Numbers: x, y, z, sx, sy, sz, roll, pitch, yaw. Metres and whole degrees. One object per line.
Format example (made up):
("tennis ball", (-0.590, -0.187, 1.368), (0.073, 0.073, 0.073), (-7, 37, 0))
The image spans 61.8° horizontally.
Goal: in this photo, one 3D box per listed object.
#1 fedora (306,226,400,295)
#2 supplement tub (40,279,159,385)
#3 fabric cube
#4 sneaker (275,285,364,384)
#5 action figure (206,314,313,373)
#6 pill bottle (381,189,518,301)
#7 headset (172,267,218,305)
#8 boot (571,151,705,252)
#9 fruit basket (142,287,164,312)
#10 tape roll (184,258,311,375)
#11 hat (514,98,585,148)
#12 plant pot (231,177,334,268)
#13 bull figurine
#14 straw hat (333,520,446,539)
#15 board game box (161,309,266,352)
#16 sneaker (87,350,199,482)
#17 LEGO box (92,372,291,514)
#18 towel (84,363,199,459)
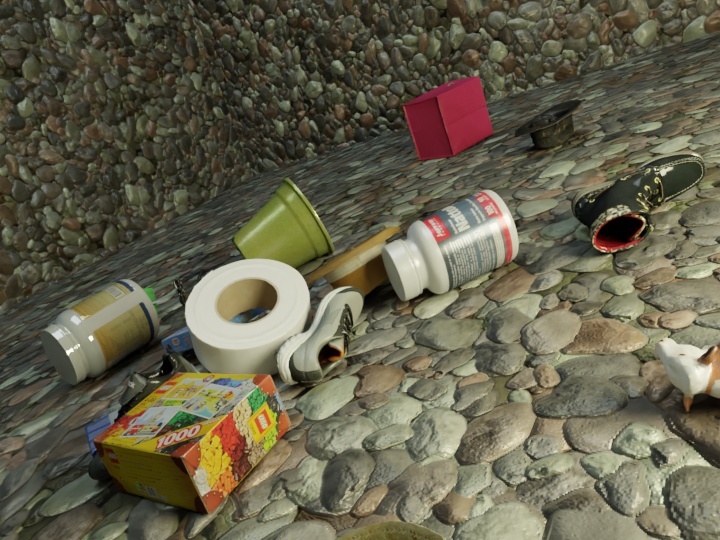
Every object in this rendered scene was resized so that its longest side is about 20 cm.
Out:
("fedora", (0.000, 0.000, 1.041), (0.197, 0.083, 0.201), (-31, 3, 2))
("supplement tub", (-0.531, 0.125, 1.235), (0.141, 0.149, 0.199), (-4, 24, 43))
("fabric cube", (0.292, -0.508, 2.015), (0.196, 0.206, 0.194), (-29, 20, -26))
("sneaker", (-0.040, 0.096, 0.878), (0.077, 0.076, 0.201), (2, 34, 31))
("action figure", (-0.170, 0.112, 1.013), (0.194, 0.053, 0.066), (-19, 12, 2))
("pill bottle", (0.138, -0.034, 0.948), (0.195, 0.123, 0.120), (-24, 17, -9))
("headset", (-0.344, 0.018, 1.411), (0.121, 0.097, 0.198), (-3, 26, 46))
("boot", (0.420, -0.098, 0.884), (0.198, 0.075, 0.155), (-20, 20, 20))
("fruit basket", (-0.587, 0.108, 1.417), (0.181, 0.097, 0.198), (-6, 18, 41))
("tape roll", (-0.175, 0.072, 0.951), (0.194, 0.072, 0.206), (-2, 41, 2))
("hat", (0.501, -0.366, 1.559), (0.196, 0.083, 0.201), (-28, 13, 7))
("plant pot", (-0.187, -0.072, 1.369), (0.182, 0.204, 0.200), (-36, 20, -10))
("bull figurine", (0.352, 0.062, 0.495), (0.195, 0.067, 0.122), (-8, 25, 36))
("straw hat", (-0.002, 0.252, 0.333), (0.198, 0.086, 0.202), (-33, 16, 10))
("board game box", (-0.264, 0.096, 1.115), (0.197, 0.037, 0.150), (-21, 9, 47))
("sneaker", (-0.308, 0.191, 0.835), (0.065, 0.092, 0.200), (2, 40, 46))
("LEGO box", (-0.207, 0.201, 0.739), (0.195, 0.079, 0.149), (-7, 23, 38))
("towel", (-0.334, 0.215, 0.943), (0.196, 0.024, 0.146), (-30, 18, -23))
